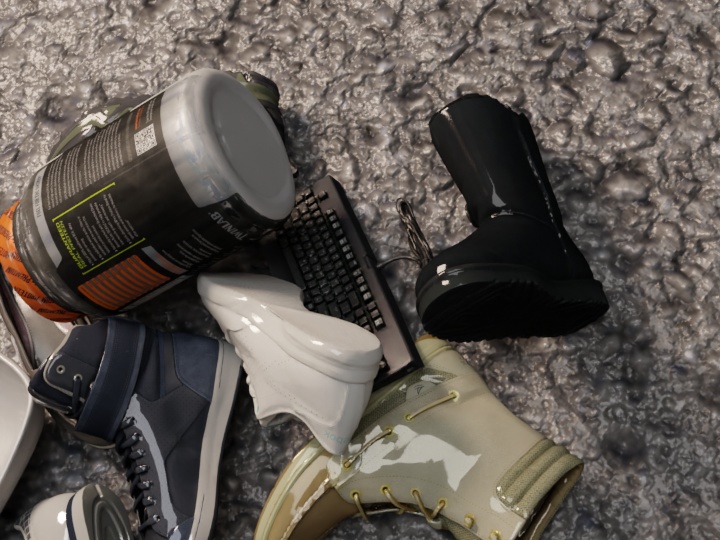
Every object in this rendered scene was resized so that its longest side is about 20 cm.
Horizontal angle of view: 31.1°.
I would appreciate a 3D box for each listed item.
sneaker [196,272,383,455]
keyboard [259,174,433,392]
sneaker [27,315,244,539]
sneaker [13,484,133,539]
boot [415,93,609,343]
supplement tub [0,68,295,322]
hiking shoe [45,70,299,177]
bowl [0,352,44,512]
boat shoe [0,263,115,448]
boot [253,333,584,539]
[{"bbox_3d":[-0.062,0.060,0.889,0.199,0.074,0.090,31,115,53],"label":"sneaker"},{"bbox_3d":[0.000,0.000,0.938,0.126,0.021,0.201,-27,48,2],"label":"keyboard"},{"bbox_3d":[-0.168,0.130,0.899,0.145,0.077,0.205,17,62,-19],"label":"sneaker"},{"bbox_3d":[-0.196,0.255,0.901,0.080,0.076,0.202,-20,63,17],"label":"sneaker"},{"bbox_3d":[0.080,-0.041,0.888,0.076,0.199,0.170,-36,65,32],"label":"boot"},{"bbox_3d":[-0.155,-0.046,0.919,0.198,0.122,0.124,-26,65,23],"label":"supplement tub"},{"bbox_3d":[-0.150,-0.083,1.003,0.198,0.076,0.102,-19,64,3],"label":"hiking shoe"},{"bbox_3d":[-0.339,0.138,0.963,0.198,0.075,0.201,24,77,19],"label":"bowl"},{"bbox_3d":[-0.239,0.047,0.984,0.066,0.057,0.201,-33,67,-2],"label":"boat shoe"},{"bbox_3d":[0.038,0.158,0.876,0.154,0.072,0.200,40,78,25],"label":"boot"}]
